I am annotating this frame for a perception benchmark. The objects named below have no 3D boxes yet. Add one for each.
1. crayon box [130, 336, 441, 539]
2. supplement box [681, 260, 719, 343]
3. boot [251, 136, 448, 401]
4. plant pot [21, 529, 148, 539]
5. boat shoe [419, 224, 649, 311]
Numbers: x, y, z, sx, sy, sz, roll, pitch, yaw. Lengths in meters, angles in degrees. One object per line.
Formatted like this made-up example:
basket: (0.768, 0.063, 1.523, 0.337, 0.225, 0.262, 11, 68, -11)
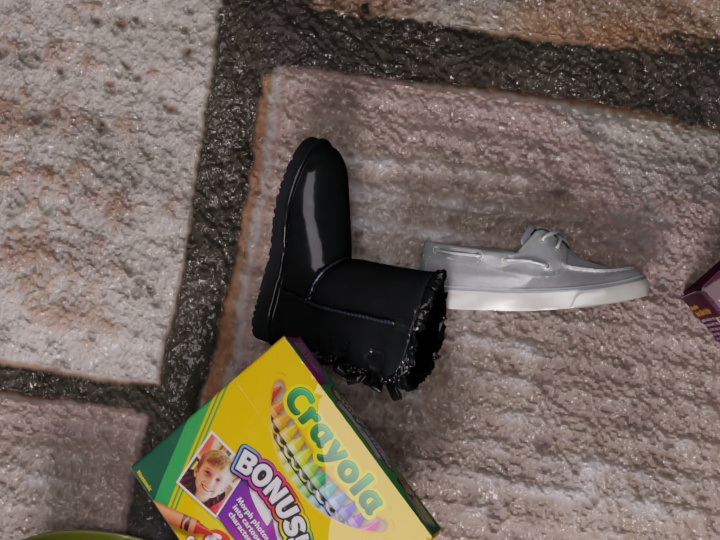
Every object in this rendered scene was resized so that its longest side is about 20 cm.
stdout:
crayon box: (-0.061, 0.186, 1.041, 0.172, 0.058, 0.201, -40, 78, 9)
supplement box: (0.365, 0.067, 1.042, 0.085, 0.110, 0.201, -40, 83, 2)
boot: (0.000, -0.001, 1.088, 0.161, 0.073, 0.201, 16, 95, 28)
plant pot: (-0.229, 0.353, 1.074, 0.185, 0.187, 0.203, 15, 102, 8)
boat shoe: (0.146, -0.003, 1.092, 0.198, 0.070, 0.073, -1, 92, 10)
